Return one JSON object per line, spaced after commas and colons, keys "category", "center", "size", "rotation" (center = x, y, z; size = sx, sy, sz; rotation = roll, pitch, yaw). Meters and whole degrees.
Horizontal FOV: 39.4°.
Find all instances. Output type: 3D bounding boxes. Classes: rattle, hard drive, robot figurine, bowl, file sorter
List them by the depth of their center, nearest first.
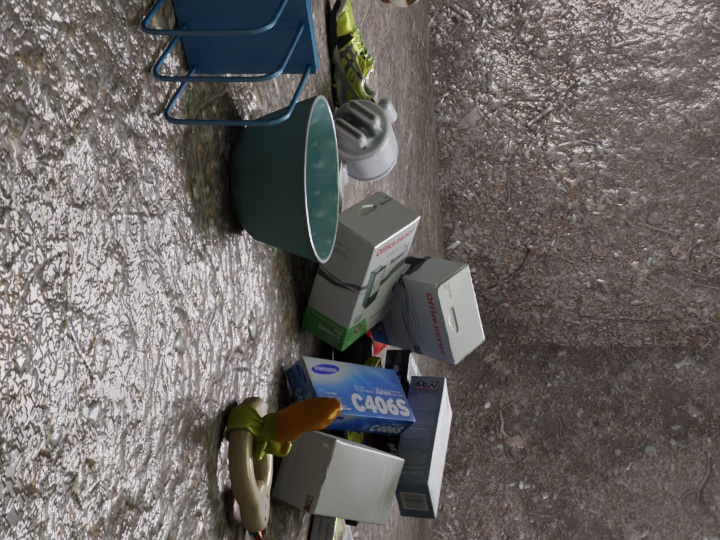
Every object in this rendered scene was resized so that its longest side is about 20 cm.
{"category": "file sorter", "center": [-0.129, -0.247, 0.925], "size": [0.123, 0.137, 0.202], "rotation": [-73, 161, -48]}
{"category": "rattle", "center": [-0.087, 0.252, 1.198], "size": [0.130, 0.141, 0.203], "rotation": [-153, -125, -80]}
{"category": "bowl", "center": [-0.094, -0.110, 1.222], "size": [0.201, 0.103, 0.204], "rotation": [0, 90, -81]}
{"category": "hard drive", "center": [-0.011, 0.201, 1.751], "size": [0.139, 0.032, 0.203], "rotation": [-153, -121, -67]}
{"category": "robot figurine", "center": [0.006, -0.227, 1.782], "size": [0.170, 0.113, 0.200], "rotation": [-50, 163, -5]}

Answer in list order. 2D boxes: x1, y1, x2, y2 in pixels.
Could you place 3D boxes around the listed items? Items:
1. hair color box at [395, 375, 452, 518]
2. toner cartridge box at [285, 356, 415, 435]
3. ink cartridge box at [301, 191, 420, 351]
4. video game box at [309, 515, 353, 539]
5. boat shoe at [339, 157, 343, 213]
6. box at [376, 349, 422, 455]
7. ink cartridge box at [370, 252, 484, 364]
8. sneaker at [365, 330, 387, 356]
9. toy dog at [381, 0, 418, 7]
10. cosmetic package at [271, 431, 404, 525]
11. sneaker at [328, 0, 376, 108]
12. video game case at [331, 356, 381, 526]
{"category": "hair color box", "center": [0.100, 0.277, 1.591], "size": [0.100, 0.060, 0.201], "rotation": [76, 21, -45]}
{"category": "toner cartridge box", "center": [-0.012, 0.187, 1.487], "size": [0.199, 0.043, 0.096], "rotation": [13, 43, -44]}
{"category": "ink cartridge box", "center": [0.000, 0.000, 1.536], "size": [0.146, 0.084, 0.202], "rotation": [-35, 150, -50]}
{"category": "video game box", "center": [-0.050, 0.491, 1.677], "size": [0.201, 0.046, 0.184], "rotation": [81, 11, -44]}
{"category": "boat shoe", "center": [-0.055, -0.096, 1.551], "size": [0.202, 0.069, 0.072], "rotation": [-81, 166, -46]}
{"category": "box", "center": [0.074, 0.249, 1.701], "size": [0.201, 0.048, 0.163], "rotation": [67, 26, -56]}
{"category": "ink cartridge box", "center": [0.096, 0.055, 1.654], "size": [0.083, 0.199, 0.147], "rotation": [-32, 118, -33]}
{"category": "sneaker", "center": [0.019, 0.106, 1.825], "size": [0.201, 0.084, 0.078], "rotation": [108, -22, -52]}
{"category": "toy dog", "center": [0.104, -0.705, 2.298], "size": [0.193, 0.138, 0.203], "rotation": [9, 81, -67]}
{"category": "cosmetic package", "center": [-0.028, 0.294, 1.432], "size": [0.199, 0.089, 0.108], "rotation": [31, 75, -51]}
{"category": "sneaker", "center": [-0.012, -0.385, 1.780], "size": [0.076, 0.075, 0.202], "rotation": [-70, 157, -58]}
{"category": "video game case", "center": [0.003, 0.270, 1.607], "size": [0.181, 0.025, 0.202], "rotation": [-56, 145, -55]}
